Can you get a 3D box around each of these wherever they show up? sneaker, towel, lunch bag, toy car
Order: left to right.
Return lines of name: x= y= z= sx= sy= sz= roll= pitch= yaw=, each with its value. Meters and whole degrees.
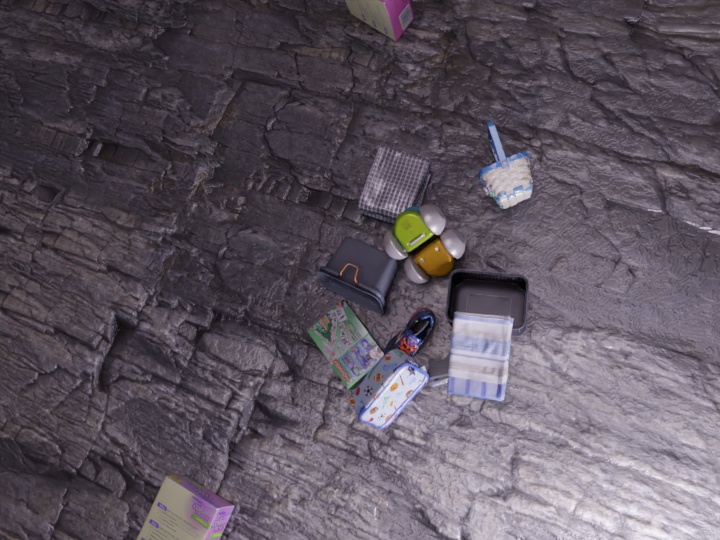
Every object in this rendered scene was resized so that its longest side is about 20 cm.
lunch bag: x=0.077 y=0.294 z=1.561 sx=0.200 sy=0.160 sz=0.076 roll=-47 pitch=48 yaw=4
towel: x=0.096 y=-0.236 z=1.742 sx=0.163 sy=0.086 sz=0.204 roll=17 pitch=80 yaw=18
sneaker: x=0.122 y=0.179 z=1.611 sx=0.075 sy=0.078 sz=0.202 roll=33 pitch=86 yaw=-1
toy car: x=0.167 y=-0.084 z=1.639 sx=0.174 sy=0.151 sz=0.200 roll=-35 pitch=109 yaw=25
sneaker: x=0.256 y=0.224 z=1.572 sx=0.196 sy=0.075 sz=0.083 roll=-21 pitch=72 yaw=10
towel: x=0.284 y=0.202 z=1.513 sx=0.144 sy=0.024 sz=0.205 roll=6 pitch=86 yaw=18

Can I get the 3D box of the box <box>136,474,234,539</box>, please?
box: x=-0.456 y=0.664 z=1.628 sx=0.173 sy=0.097 sz=0.203 roll=21 pitch=82 yaw=20

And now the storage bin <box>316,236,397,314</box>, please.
storage bin: x=0.000 y=0.000 z=1.682 sx=0.197 sy=0.146 sz=0.136 roll=23 pitch=71 yaw=20

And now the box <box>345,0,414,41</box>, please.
box: x=0.046 y=-0.810 z=1.868 sx=0.199 sy=0.176 sz=0.097 roll=38 pitch=87 yaw=22

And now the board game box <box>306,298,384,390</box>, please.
board game box: x=-0.036 y=0.196 z=1.687 sx=0.134 sy=0.029 sz=0.201 roll=-40 pitch=69 yaw=3

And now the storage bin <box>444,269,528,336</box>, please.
storage bin: x=0.319 y=0.081 z=1.587 sx=0.196 sy=0.094 sz=0.138 roll=5 pitch=76 yaw=16

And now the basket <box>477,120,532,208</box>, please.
basket: x=0.367 y=-0.272 z=1.629 sx=0.136 sy=0.176 sz=0.204 roll=-16 pitch=82 yaw=14
